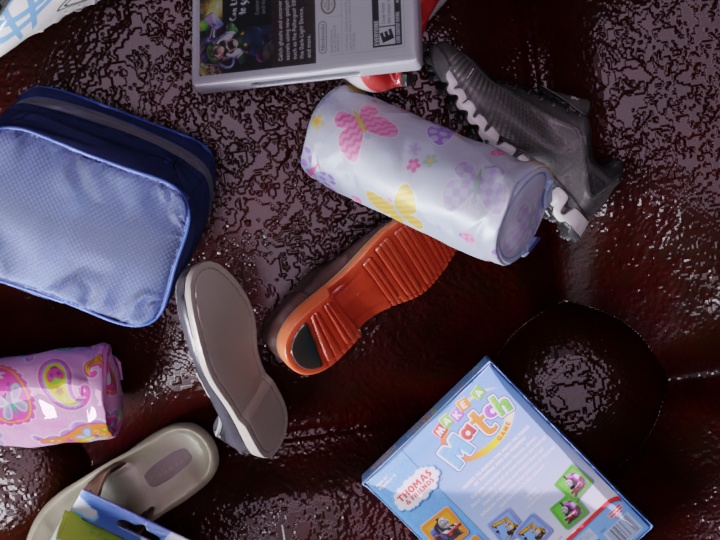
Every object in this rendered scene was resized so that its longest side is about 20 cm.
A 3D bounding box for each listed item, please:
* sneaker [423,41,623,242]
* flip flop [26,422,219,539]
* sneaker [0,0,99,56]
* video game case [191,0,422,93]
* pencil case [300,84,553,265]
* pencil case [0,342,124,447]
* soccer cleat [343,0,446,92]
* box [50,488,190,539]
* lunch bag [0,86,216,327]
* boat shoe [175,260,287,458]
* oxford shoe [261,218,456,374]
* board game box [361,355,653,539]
[{"bbox_3d":[0.139,-0.122,1.224,0.090,0.066,0.200,-43,99,2],"label":"sneaker"},{"bbox_3d":[-0.205,0.203,1.267,0.200,0.058,0.081,-36,96,4],"label":"flip flop"},{"bbox_3d":[-0.234,-0.230,1.210,0.200,0.072,0.072,-39,116,11],"label":"sneaker"},{"bbox_3d":[-0.044,-0.243,1.178,0.182,0.023,0.200,-5,76,13],"label":"video game case"},{"bbox_3d":[0.052,-0.079,1.182,0.200,0.083,0.091,24,63,24],"label":"pencil case"},{"bbox_3d":[-0.298,0.107,1.245,0.200,0.087,0.088,-6,97,2],"label":"pencil case"},{"bbox_3d":[0.042,-0.232,1.209,0.069,0.085,0.200,40,77,-44],"label":"soccer cleat"},{"bbox_3d":[-0.225,0.287,1.247,0.122,0.048,0.200,28,116,-10],"label":"box"},{"bbox_3d":[-0.223,-0.058,1.200,0.200,0.132,0.136,22,112,-4],"label":"lunch bag"},{"bbox_3d":[-0.118,0.074,1.212,0.063,0.073,0.200,8,135,30],"label":"boat shoe"},{"bbox_3d":[0.000,0.000,1.237,0.200,0.073,0.071,-38,121,-15],"label":"oxford shoe"},{"bbox_3d":[0.124,0.195,1.276,0.151,0.037,0.200,-44,96,5],"label":"board game box"}]
